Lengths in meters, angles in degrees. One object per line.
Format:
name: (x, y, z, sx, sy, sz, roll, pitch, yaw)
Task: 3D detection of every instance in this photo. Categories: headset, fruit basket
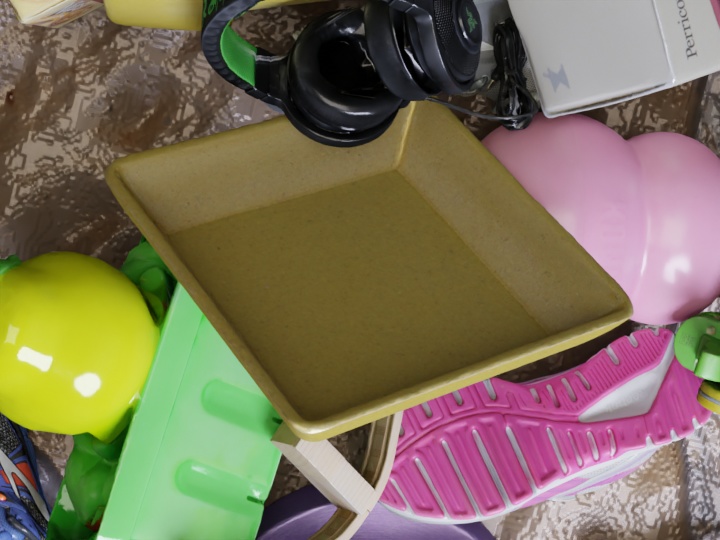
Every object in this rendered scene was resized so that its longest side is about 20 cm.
headset: (0.014, -0.120, 0.915, 0.199, 0.123, 0.095, 21, 60, -35)
fruit basket: (-0.135, 0.052, 0.968, 0.214, 0.155, 0.217, 1, 86, -20)

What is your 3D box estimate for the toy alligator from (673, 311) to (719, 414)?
toy alligator: (0.227, 0.044, 1.007, 0.054, 0.199, 0.060, 30, 109, 38)

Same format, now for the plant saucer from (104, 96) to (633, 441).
plant saucer: (0.000, 0.000, 0.899, 0.199, 0.200, 0.049, -17, 140, -29)

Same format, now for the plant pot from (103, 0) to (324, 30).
plant pot: (-0.031, -0.220, 0.937, 0.188, 0.201, 0.202, 5, 96, -2)

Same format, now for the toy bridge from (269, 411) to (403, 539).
toy bridge: (-0.018, 0.105, 0.961, 0.067, 0.027, 0.200, 48, 67, -29)

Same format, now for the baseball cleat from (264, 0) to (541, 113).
baseball cleat: (0.045, -0.117, 1.014, 0.199, 0.070, 0.107, -28, 95, 3)

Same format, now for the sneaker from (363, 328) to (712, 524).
sneaker: (0.099, 0.099, 1.021, 0.199, 0.088, 0.082, -13, 70, -5)

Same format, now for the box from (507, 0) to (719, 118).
box: (0.183, -0.173, 0.946, 0.199, 0.109, 0.129, -22, 98, -31)

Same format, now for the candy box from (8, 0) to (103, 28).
candy box: (-0.197, -0.233, 0.977, 0.055, 0.115, 0.201, -26, 96, 3)

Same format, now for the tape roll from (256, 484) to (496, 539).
tape roll: (0.003, 0.225, 1.053, 0.199, 0.066, 0.201, 0, 95, 0)

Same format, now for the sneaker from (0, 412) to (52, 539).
sneaker: (-0.213, 0.135, 1.035, 0.075, 0.078, 0.201, -33, 95, 3)

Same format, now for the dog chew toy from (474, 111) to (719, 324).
dog chew toy: (0.154, -0.023, 1.003, 0.199, 0.125, 0.125, 3, 96, -8)
